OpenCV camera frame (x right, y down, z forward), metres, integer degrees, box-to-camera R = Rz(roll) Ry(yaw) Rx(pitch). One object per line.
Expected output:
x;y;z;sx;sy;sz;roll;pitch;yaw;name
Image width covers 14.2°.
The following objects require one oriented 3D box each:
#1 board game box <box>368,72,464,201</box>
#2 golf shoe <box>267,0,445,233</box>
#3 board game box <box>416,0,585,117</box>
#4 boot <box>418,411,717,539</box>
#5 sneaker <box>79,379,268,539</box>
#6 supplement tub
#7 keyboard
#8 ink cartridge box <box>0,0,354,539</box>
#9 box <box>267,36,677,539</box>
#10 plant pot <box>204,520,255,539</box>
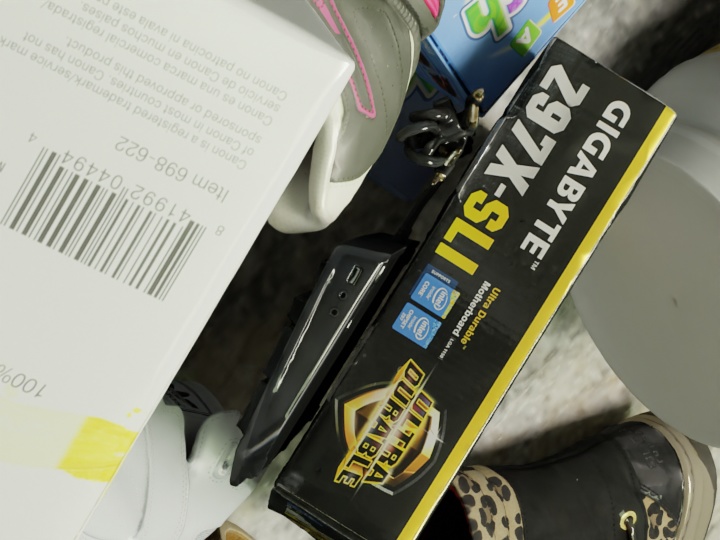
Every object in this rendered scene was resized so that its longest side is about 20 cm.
0.001;-0.124;0.881;0.151;0.037;0.200;-55;144;1;board game box
-0.050;-0.090;0.737;0.200;0.077;0.088;37;54;-39;golf shoe
0.038;-0.157;0.822;0.151;0.037;0.200;-48;141;-8;board game box
0.059;0.154;1.147;0.151;0.073;0.200;-3;116;-47;boot
-0.084;0.028;0.895;0.115;0.075;0.200;-17;134;-41;sneaker
0.187;-0.033;1.077;0.200;0.145;0.146;-30;137;-28;supplement tub
0.000;0.000;0.857;0.127;0.021;0.200;-58;179;3;keyboard
-0.117;-0.007;0.677;0.145;0.083;0.200;27;102;-21;ink cartridge box
0.030;0.019;0.931;0.160;0.049;0.200;-56;178;-7;box
-0.071;0.219;0.994;0.200;0.186;0.186;-36;142;1;plant pot
